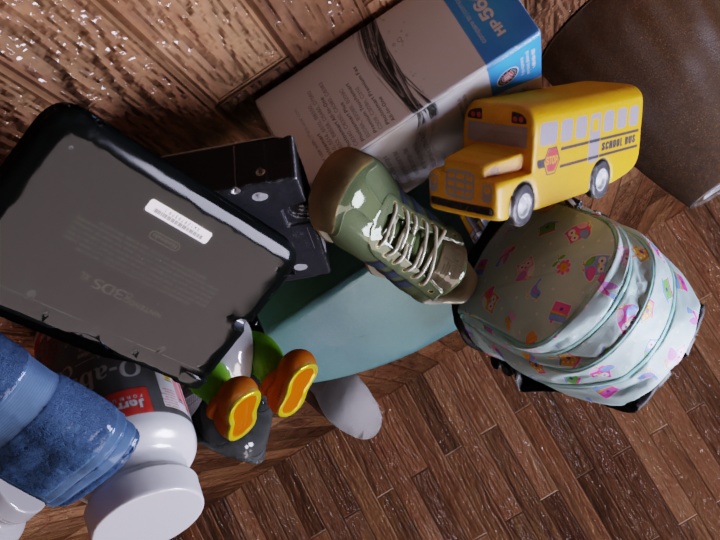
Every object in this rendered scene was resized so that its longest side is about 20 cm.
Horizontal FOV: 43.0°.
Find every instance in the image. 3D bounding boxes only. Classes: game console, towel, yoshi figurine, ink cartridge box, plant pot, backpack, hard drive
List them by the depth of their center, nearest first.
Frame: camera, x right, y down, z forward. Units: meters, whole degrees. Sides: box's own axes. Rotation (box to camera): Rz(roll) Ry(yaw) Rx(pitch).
[{"bbox_3d":[-0.172,-0.010,0.575,0.177,0.117,0.199,-50,137,8],"label":"game console"},{"bbox_3d":[-0.127,-0.026,0.623,0.196,0.038,0.140,-11,154,4],"label":"hard drive"},{"bbox_3d":[-0.260,0.093,0.640,0.111,0.199,0.049,-34,-151,29],"label":"towel"},{"bbox_3d":[0.035,-0.128,0.700,0.198,0.085,0.146,-32,166,4],"label":"ink cartridge box"},{"bbox_3d":[0.161,0.024,0.714,0.169,0.125,0.200,-62,-153,3],"label":"backpack"},{"bbox_3d":[-0.122,0.027,0.729,0.112,0.200,0.112,-45,149,-1],"label":"yoshi figurine"},{"bbox_3d":[0.000,0.000,0.852,0.198,0.142,0.142,-32,135,3],"label":"plant pot"},{"bbox_3d":[0.306,-0.170,0.895,0.185,0.202,0.187,-28,167,-7],"label":"plant pot"}]

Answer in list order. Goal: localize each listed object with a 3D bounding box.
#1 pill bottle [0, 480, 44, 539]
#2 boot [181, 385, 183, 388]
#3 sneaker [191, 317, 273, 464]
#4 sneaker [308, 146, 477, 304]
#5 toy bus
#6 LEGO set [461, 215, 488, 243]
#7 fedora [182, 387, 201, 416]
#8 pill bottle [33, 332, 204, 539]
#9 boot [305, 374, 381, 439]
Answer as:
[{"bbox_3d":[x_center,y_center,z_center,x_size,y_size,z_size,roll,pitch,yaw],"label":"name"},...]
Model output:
[{"bbox_3d":[-0.461,0.291,1.057,0.199,0.113,0.112,-35,166,15],"label":"pill bottle"},{"bbox_3d":[-0.179,0.097,0.906,0.199,0.072,0.168,-34,-153,41],"label":"boot"},{"bbox_3d":[-0.109,0.103,0.854,0.201,0.075,0.092,-103,-145,-68],"label":"sneaker"},{"bbox_3d":[0.036,-0.023,0.649,0.068,0.089,0.200,-62,159,-6],"label":"sneaker"},{"bbox_3d":[0.134,-0.090,0.676,0.064,0.080,0.198,17,-155,40],"label":"toy bus"},{"bbox_3d":[0.187,-0.102,1.052,0.198,0.117,0.154,-25,166,-23],"label":"LEGO set"},{"bbox_3d":[-0.153,0.124,1.048,0.199,0.091,0.177,-37,-167,21],"label":"fedora"},{"bbox_3d":[-0.206,0.127,0.787,0.114,0.202,0.117,-19,145,-14],"label":"pill bottle"},{"bbox_3d":[-0.070,0.150,1.203,0.064,0.186,0.200,-49,-173,-17],"label":"boot"}]
